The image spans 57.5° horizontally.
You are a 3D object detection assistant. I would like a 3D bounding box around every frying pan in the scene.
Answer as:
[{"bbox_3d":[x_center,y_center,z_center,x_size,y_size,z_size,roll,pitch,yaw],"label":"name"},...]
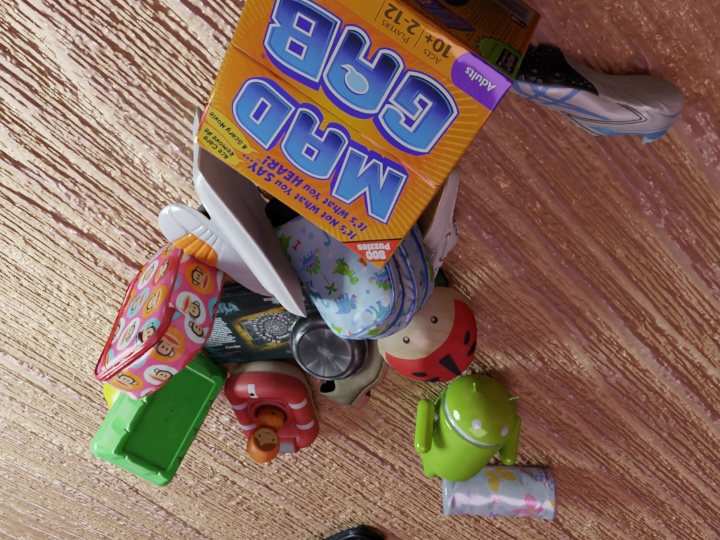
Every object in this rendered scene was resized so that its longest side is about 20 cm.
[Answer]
[{"bbox_3d":[-0.018,0.088,0.891,0.189,0.031,0.115,-33,104,26],"label":"frying pan"}]

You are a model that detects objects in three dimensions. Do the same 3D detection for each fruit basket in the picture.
[{"bbox_3d":[-0.315,0.206,1.007,0.155,0.217,0.216,33,127,-18],"label":"fruit basket"}]

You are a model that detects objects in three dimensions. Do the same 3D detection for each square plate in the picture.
[{"bbox_3d":[-0.130,-0.064,0.725,0.028,0.199,0.201,-29,123,5],"label":"square plate"}]

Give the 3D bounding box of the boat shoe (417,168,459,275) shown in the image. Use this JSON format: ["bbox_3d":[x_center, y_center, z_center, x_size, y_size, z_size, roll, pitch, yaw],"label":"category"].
[{"bbox_3d":[0.086,-0.050,0.796,0.068,0.071,0.201,-4,136,-23],"label":"boat shoe"}]

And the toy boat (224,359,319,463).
[{"bbox_3d":[-0.142,0.236,1.020,0.129,0.132,0.202,-4,130,11],"label":"toy boat"}]

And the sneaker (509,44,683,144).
[{"bbox_3d":[0.223,-0.174,0.668,0.197,0.072,0.073,15,139,-1],"label":"sneaker"}]

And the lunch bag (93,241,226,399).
[{"bbox_3d":[-0.259,0.059,0.844,0.175,0.201,0.082,-34,124,30],"label":"lunch bag"}]

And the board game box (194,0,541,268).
[{"bbox_3d":[0.012,-0.172,0.583,0.199,0.201,0.201,34,128,-2],"label":"board game box"}]

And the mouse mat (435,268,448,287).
[{"bbox_3d":[0.000,0.000,0.885,0.198,0.008,0.161,-22,124,23],"label":"mouse mat"}]

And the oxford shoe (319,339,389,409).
[{"bbox_3d":[-0.006,0.134,0.951,0.074,0.071,0.201,12,131,-13],"label":"oxford shoe"}]

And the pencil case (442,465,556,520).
[{"bbox_3d":[0.235,0.381,1.124,0.197,0.084,0.092,-1,124,8],"label":"pencil case"}]

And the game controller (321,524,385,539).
[{"bbox_3d":[-0.040,0.580,1.356,0.199,0.042,0.104,-35,118,31],"label":"game controller"}]

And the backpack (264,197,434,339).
[{"bbox_3d":[-0.004,-0.021,0.745,0.162,0.154,0.201,-27,107,27],"label":"backpack"}]

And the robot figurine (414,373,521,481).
[{"bbox_3d":[0.158,0.237,0.991,0.173,0.117,0.201,14,130,-17],"label":"robot figurine"}]

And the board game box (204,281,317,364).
[{"bbox_3d":[-0.147,0.074,0.948,0.197,0.028,0.136,-7,128,16],"label":"board game box"}]

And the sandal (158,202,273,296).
[{"bbox_3d":[-0.162,-0.035,0.819,0.078,0.060,0.206,-9,146,36],"label":"sandal"}]

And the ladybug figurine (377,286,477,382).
[{"bbox_3d":[0.098,0.094,0.866,0.135,0.072,0.200,-40,147,7],"label":"ladybug figurine"}]
